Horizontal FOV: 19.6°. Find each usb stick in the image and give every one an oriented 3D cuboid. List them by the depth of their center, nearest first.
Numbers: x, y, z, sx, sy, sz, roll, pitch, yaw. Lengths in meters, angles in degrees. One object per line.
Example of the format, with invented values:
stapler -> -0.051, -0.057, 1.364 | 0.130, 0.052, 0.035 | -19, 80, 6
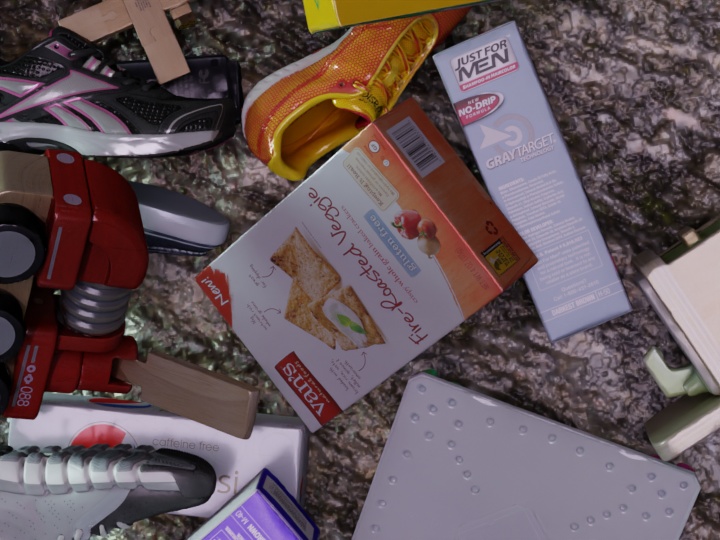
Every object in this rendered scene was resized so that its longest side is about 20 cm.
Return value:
usb stick -> -0.180, -0.115, 1.425 | 0.200, 0.033, 0.056 | -4, 85, 5

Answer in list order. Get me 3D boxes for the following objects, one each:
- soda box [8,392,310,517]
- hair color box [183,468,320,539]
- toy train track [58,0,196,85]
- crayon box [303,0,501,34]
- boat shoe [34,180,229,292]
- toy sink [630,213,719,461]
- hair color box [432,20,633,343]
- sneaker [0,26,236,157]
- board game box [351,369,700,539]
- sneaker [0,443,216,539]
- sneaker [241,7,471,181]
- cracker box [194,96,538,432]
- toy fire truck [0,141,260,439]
soda box -> -0.136, 0.126, 1.415 | 0.200, 0.064, 0.068 | 5, 93, 4
hair color box -> -0.118, 0.218, 1.325 | 0.200, 0.109, 0.065 | -40, 91, 1
toy train track -> -0.107, -0.195, 1.418 | 0.200, 0.033, 0.115 | -23, 82, -1
crayon box -> 0.051, -0.249, 1.295 | 0.200, 0.058, 0.173 | -13, 93, -21
boat shoe -> -0.191, -0.017, 1.416 | 0.200, 0.071, 0.091 | 12, 102, 6
toy sink -> 0.245, 0.017, 1.347 | 0.200, 0.130, 0.112 | -34, 89, 6
hair color box -> 0.113, -0.058, 1.369 | 0.061, 0.099, 0.200 | -23, 90, 5
sneaker -> -0.182, -0.117, 1.368 | 0.200, 0.080, 0.087 | 2, 94, 2
board game box -> 0.099, 0.181, 1.386 | 0.200, 0.026, 0.200 | 20, 114, 4
sneaker -> -0.188, 0.174, 1.357 | 0.200, 0.075, 0.116 | 0, 94, 15
sneaker -> 0.013, -0.133, 1.358 | 0.200, 0.073, 0.077 | -44, 46, 7
cracker box -> 0.000, 0.000, 1.354 | 0.134, 0.058, 0.200 | 52, 129, 2
toy fire truck -> -0.164, 0.027, 1.344 | 0.200, 0.129, 0.176 | 7, 123, -19
